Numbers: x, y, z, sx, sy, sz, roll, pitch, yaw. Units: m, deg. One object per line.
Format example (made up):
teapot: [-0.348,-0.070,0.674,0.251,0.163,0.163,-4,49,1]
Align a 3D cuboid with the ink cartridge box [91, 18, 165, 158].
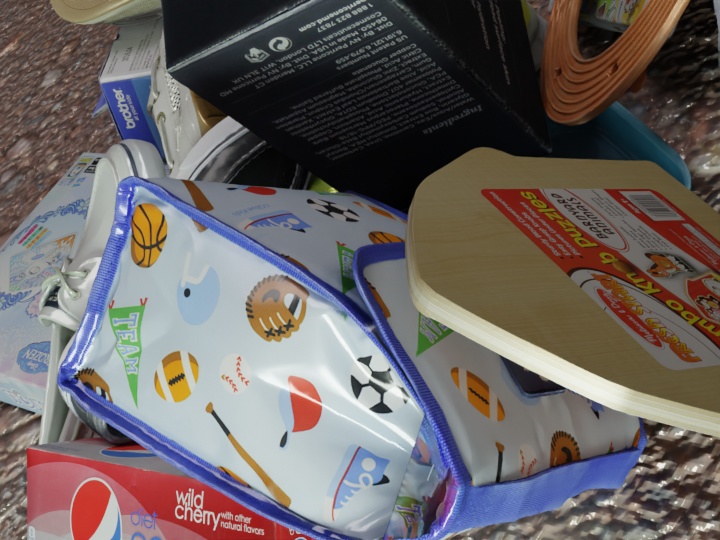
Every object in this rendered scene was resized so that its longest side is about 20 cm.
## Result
ink cartridge box: [-0.100,-0.152,0.988,0.197,0.077,0.137,-5,40,12]

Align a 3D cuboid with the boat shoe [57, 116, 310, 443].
boat shoe: [-0.082,0.001,0.730,0.201,0.072,0.068,-52,32,-7]

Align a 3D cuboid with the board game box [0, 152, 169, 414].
board game box: [-0.192,0.004,0.964,0.199,0.044,0.200,8,52,48]

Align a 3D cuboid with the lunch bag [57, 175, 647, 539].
lunch bag: [0.007,0.038,0.586,0.199,0.169,0.125,29,107,33]

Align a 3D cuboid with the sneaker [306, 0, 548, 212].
sneaker: [0.026,-0.112,0.855,0.200,0.091,0.078,-48,36,-13]

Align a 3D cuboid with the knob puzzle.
knob puzzle: [0.098,0.012,0.554,0.221,0.216,0.031,-109,34,-56]

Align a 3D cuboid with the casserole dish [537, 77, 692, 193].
casserole dish: [0.102,-0.034,0.734,0.121,0.039,0.200,-37,34,2]

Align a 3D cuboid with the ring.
ring: [0.147,-0.167,0.715,0.200,0.019,0.203,-158,89,-78]

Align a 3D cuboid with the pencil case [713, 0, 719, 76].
pencil case: [0.219,-0.163,0.731,0.082,0.091,0.201,-21,36,23]

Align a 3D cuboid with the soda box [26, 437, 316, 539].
soda box: [-0.082,0.122,0.673,0.198,0.069,0.065,0,91,45]

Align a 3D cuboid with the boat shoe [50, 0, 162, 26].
boat shoe: [-0.114,-0.215,0.943,0.197,0.073,0.065,-19,-3,14]

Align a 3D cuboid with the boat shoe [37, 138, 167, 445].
boat shoe: [-0.147,0.023,0.784,0.073,0.066,0.203,-16,72,56]

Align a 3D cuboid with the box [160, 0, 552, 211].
box: [-0.005,-0.162,0.721,0.116,0.199,0.199,-21,61,25]

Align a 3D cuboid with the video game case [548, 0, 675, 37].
video game case: [0.177,-0.233,0.788,0.182,0.023,0.202,-123,55,-75]

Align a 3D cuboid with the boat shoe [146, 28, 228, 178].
boat shoe: [-0.101,-0.106,0.848,0.070,0.070,0.201,-51,26,26]
